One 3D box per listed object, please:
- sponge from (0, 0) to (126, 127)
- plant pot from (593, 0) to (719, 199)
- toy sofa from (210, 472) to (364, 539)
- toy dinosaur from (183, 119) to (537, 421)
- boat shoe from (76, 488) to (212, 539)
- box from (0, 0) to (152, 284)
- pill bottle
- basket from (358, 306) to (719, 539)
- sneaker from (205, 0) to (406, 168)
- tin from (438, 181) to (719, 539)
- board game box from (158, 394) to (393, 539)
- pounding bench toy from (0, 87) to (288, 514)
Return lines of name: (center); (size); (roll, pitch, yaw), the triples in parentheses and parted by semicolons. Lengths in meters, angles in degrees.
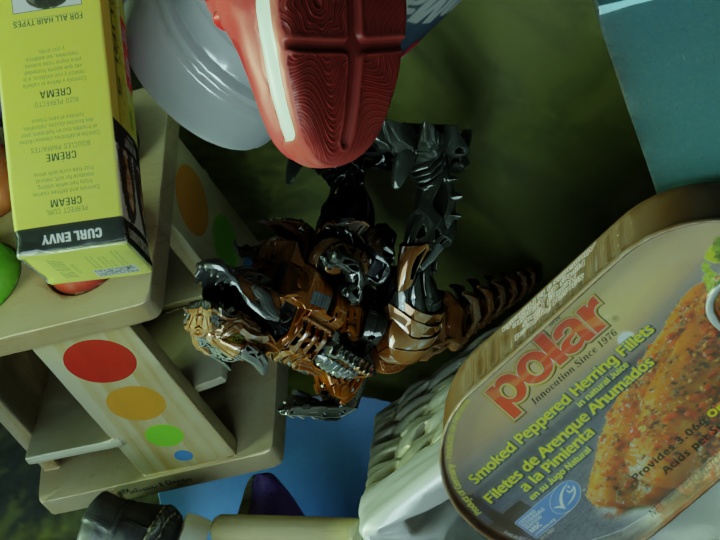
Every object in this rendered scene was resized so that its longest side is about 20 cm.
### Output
sponge: (-0.167, -0.127, 1.299); (0.111, 0.030, 0.200); (28, 125, -6)
plant pot: (0.214, -0.109, 1.166); (0.199, 0.142, 0.142); (-13, 119, 17)
toy sofa: (0.003, 0.187, 1.343); (0.082, 0.098, 0.200); (0, 139, 33)
toy dinosaur: (0.000, 0.000, 1.276); (0.102, 0.200, 0.137); (3, 91, 26)
boat shoe: (-0.118, 0.151, 1.335); (0.060, 0.074, 0.200); (23, 161, -4)
box: (-0.126, -0.099, 1.181); (0.050, 0.075, 0.201); (-8, 79, 4)
pill bottle: (-0.009, -0.146, 1.199); (0.119, 0.120, 0.200); (39, 123, -14)
basket: (0.110, 0.085, 1.297); (0.200, 0.124, 0.136); (-35, 110, 11)
sneaker: (-0.052, -0.134, 1.124); (0.115, 0.078, 0.201); (-12, 81, 42)
tin: (0.117, 0.043, 1.172); (0.112, 0.042, 0.200); (34, 120, -24)
board game box: (-0.019, 0.146, 1.436); (0.157, 0.039, 0.201); (-10, 115, -5)
pounding bench toy: (-0.154, 0.019, 1.305); (0.199, 0.125, 0.156); (-14, 141, 20)
